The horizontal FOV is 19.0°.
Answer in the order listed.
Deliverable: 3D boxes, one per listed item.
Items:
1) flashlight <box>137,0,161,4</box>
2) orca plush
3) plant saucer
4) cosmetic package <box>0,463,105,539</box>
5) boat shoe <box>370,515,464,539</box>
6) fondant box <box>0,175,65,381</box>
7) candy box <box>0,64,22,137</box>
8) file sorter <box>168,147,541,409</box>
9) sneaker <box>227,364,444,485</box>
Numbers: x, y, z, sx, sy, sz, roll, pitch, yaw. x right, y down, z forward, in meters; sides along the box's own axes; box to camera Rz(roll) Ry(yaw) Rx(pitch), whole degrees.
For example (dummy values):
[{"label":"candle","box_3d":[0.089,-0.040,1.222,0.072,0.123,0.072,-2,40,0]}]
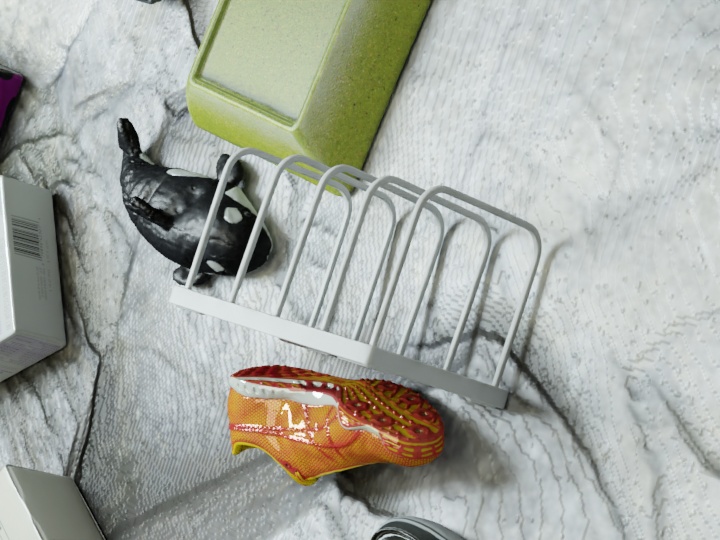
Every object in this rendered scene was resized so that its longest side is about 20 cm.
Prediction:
[{"label":"flashlight","box_3d":[-0.225,-0.276,1.796,0.068,0.068,0.200,-52,40,-7]},{"label":"orca plush","box_3d":[-0.149,-0.059,1.649,0.105,0.071,0.200,-53,48,18]},{"label":"plant saucer","box_3d":[-0.049,-0.180,1.607,0.200,0.048,0.200,28,97,44]},{"label":"cosmetic package","box_3d":[-0.286,0.261,1.684,0.200,0.071,0.105,-51,48,20]},{"label":"boat shoe","box_3d":[0.059,0.226,1.377,0.069,0.057,0.200,-56,48,16]},{"label":"fondant box","box_3d":[-0.338,0.028,1.813,0.200,0.058,0.145,-28,60,36]},{"label":"candy box","box_3d":[-0.398,-0.144,1.919,0.200,0.061,0.137,26,96,45]},{"label":"file sorter","box_3d":[0.000,0.000,1.445,0.200,0.139,0.125,15,85,45]},{"label":"sneaker","box_3d":[-0.014,0.114,1.486,0.200,0.073,0.077,9,106,48]}]
